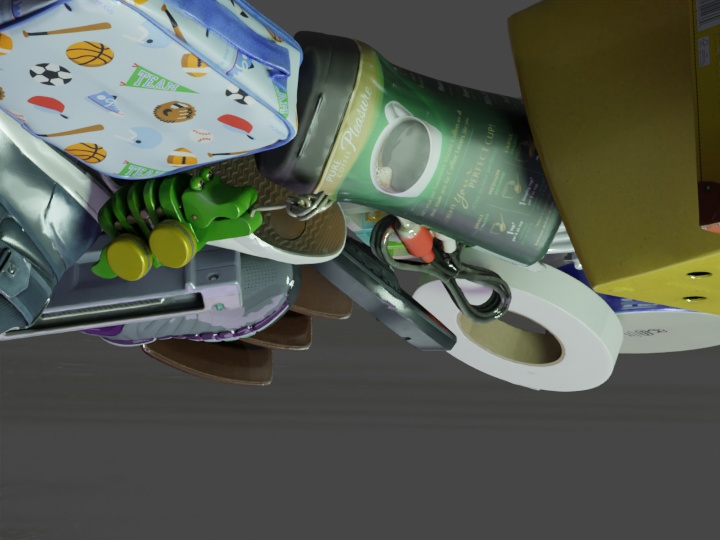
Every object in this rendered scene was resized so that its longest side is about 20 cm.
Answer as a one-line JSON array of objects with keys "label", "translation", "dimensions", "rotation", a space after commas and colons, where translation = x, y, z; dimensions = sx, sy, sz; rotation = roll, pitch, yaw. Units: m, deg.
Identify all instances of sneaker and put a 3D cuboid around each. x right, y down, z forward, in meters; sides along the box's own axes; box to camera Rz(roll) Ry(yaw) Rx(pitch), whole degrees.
[{"label": "sneaker", "translation": [-0.146, 0.024, 1.253], "dimensions": [0.199, 0.075, 0.087], "rotation": [-15, 170, 24]}, {"label": "sneaker", "translation": [-0.269, -0.044, 1.004], "dimensions": [0.202, 0.146, 0.077], "rotation": [41, 161, -22]}, {"label": "sneaker", "translation": [-0.106, -0.053, 1.115], "dimensions": [0.199, 0.073, 0.085], "rotation": [21, 161, -27]}]

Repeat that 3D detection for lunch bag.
[{"label": "lunch bag", "translation": [-0.129, -0.125, 0.909], "dimensions": [0.160, 0.076, 0.200], "rotation": [-14, 152, 32]}]

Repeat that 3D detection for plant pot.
[{"label": "plant pot", "translation": [0.223, -0.075, 0.936], "dimensions": [0.199, 0.177, 0.200], "rotation": [10, 163, -35]}]

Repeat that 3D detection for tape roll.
[{"label": "tape roll", "translation": [0.145, 0.048, 1.469], "dimensions": [0.202, 0.037, 0.203], "rotation": [19, 155, 9]}]

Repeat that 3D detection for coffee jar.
[{"label": "coffee jar", "translation": [0.036, -0.079, 1.008], "dimensions": [0.199, 0.105, 0.085], "rotation": [17, -164, -16]}]

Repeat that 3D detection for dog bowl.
[{"label": "dog bowl", "translation": [0.276, 0.024, 1.529], "dimensions": [0.199, 0.079, 0.200], "rotation": [0, 166, 0]}]

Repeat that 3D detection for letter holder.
[{"label": "letter holder", "translation": [-0.098, 0.023, 1.392], "dimensions": [0.100, 0.143, 0.200], "rotation": [-8, 164, 30]}]

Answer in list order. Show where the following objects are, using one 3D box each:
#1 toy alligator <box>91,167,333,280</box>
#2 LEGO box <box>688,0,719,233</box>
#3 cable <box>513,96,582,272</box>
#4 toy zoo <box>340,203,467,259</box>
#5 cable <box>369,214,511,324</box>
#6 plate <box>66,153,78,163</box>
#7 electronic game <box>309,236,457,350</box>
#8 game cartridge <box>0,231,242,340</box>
[{"label": "toy alligator", "translation": [-0.107, -0.040, 0.996], "dimensions": [0.199, 0.054, 0.059], "rotation": [-16, -159, 36]}, {"label": "LEGO box", "translation": [0.232, -0.109, 0.753], "dimensions": [0.148, 0.201, 0.077], "rotation": [11, 163, -38]}, {"label": "cable", "translation": [0.149, -0.068, 1.165], "dimensions": [0.199, 0.070, 0.199], "rotation": [16, 153, -42]}, {"label": "toy zoo", "translation": [0.056, -0.046, 1.368], "dimensions": [0.130, 0.021, 0.200], "rotation": [-4, 165, 16]}, {"label": "cable", "translation": [0.073, -0.004, 1.297], "dimensions": [0.050, 0.097, 0.200], "rotation": [40, 165, 45]}, {"label": "plate", "translation": [-0.266, -0.066, 1.185], "dimensions": [0.199, 0.033, 0.199], "rotation": [-6, 178, -43]}, {"label": "electronic game", "translation": [0.000, 0.000, 1.307], "dimensions": [0.200, 0.042, 0.200], "rotation": [39, -179, -1]}, {"label": "game cartridge", "translation": [-0.187, -0.010, 1.154], "dimensions": [0.199, 0.130, 0.039], "rotation": [-8, 133, -1]}]
